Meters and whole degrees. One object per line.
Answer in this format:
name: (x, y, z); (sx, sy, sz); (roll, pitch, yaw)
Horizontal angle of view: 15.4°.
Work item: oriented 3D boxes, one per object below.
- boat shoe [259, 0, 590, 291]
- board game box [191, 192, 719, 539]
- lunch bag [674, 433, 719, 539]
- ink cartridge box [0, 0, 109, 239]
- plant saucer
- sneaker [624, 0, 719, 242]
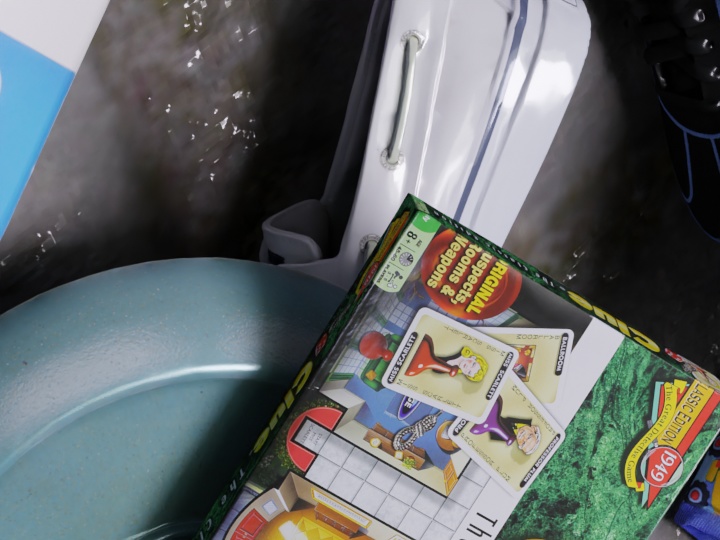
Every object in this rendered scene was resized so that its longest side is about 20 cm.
boat shoe: (0.000, 0.000, 0.782); (0.067, 0.074, 0.200); (18, 98, -15)
board game box: (0.004, 0.090, 0.711); (0.105, 0.023, 0.200); (30, 98, -16)
lunch bag: (0.218, 0.078, 1.019); (0.151, 0.094, 0.200); (-60, 148, -10)
ink cartridge box: (-0.114, -0.128, 0.599); (0.146, 0.084, 0.200); (29, 83, -46)
plant saucer: (-0.052, 0.094, 0.732); (0.200, 0.027, 0.200); (-10, 116, -21)
sneaker: (0.104, -0.098, 0.845); (0.078, 0.070, 0.200); (-19, 110, -38)
